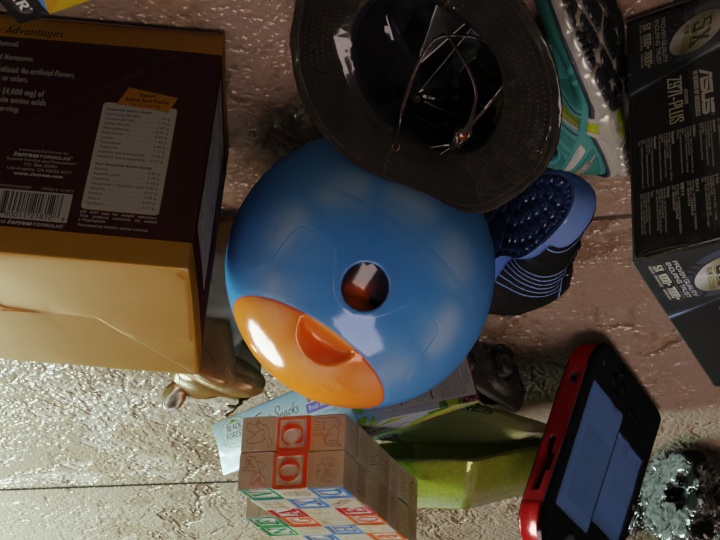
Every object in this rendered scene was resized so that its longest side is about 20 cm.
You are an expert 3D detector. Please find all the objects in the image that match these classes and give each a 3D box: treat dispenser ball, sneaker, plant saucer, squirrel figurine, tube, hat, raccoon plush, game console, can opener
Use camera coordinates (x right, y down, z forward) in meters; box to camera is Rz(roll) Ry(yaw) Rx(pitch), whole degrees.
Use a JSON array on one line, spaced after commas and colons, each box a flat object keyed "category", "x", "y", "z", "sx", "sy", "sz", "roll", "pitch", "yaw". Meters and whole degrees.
[{"category": "treat dispenser ball", "x": 0.000, "y": 0.000, "z": 1.005, "sx": 0.198, "sy": 0.203, "sz": 0.202, "roll": 3, "pitch": 145, "yaw": 2}, {"category": "sneaker", "x": 0.142, "y": -0.018, "z": 1.078, "sx": 0.077, "sy": 0.071, "sz": 0.200, "roll": 13, "pitch": 156, "yaw": -19}, {"category": "plant saucer", "x": 0.077, "y": 0.190, "z": 1.286, "sx": 0.198, "sy": 0.049, "sz": 0.199, "roll": -6, "pitch": 177, "yaw": 36}, {"category": "squirrel figurine", "x": -0.157, "y": 0.042, "z": 1.173, "sx": 0.198, "sy": 0.143, "sz": 0.187, "roll": 19, "pitch": 156, "yaw": 4}, {"category": "sneaker", "x": 0.139, "y": -0.127, "z": 0.923, "sx": 0.079, "sy": 0.078, "sz": 0.201, "roll": 1, "pitch": 146, "yaw": 20}, {"category": "tube", "x": 0.092, "y": 0.142, "z": 1.280, "sx": 0.198, "sy": 0.058, "sz": 0.052, "roll": 3, "pitch": 127, "yaw": 36}, {"category": "hat", "x": 0.054, "y": -0.141, "z": 0.883, "sx": 0.199, "sy": 0.081, "sz": 0.202, "roll": 22, "pitch": 135, "yaw": 24}, {"category": "raccoon plush", "x": 0.352, "y": 0.240, "z": 1.434, "sx": 0.133, "sy": 0.098, "sz": 0.199, "roll": 12, "pitch": 169, "yaw": -29}, {"category": "game console", "x": 0.216, "y": 0.184, "z": 1.250, "sx": 0.031, "sy": 0.202, "sz": 0.177, "roll": 3, "pitch": 151, "yaw": 41}, {"category": "can opener", "x": 0.072, "y": 0.075, "z": 1.233, "sx": 0.199, "sy": 0.054, "sz": 0.067, "roll": 32, "pitch": 136, "yaw": -31}]

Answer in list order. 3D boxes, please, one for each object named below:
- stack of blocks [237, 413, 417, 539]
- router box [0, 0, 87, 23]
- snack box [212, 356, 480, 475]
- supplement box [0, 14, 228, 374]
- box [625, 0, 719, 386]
[{"category": "stack of blocks", "x": -0.035, "y": 0.176, "z": 1.113, "sx": 0.114, "sy": 0.059, "sz": 0.200, "roll": -5, "pitch": 155, "yaw": 17}, {"category": "router box", "x": -0.197, "y": -0.248, "z": 0.804, "sx": 0.148, "sy": 0.052, "sz": 0.200, "roll": -14, "pitch": 141, "yaw": 22}, {"category": "snack box", "x": -0.016, "y": 0.123, "z": 1.183, "sx": 0.141, "sy": 0.054, "sz": 0.199, "roll": -5, "pitch": 165, "yaw": -41}, {"category": "supplement box", "x": -0.199, "y": -0.055, "z": 0.950, "sx": 0.195, "sy": 0.202, "sz": 0.133, "roll": 5, "pitch": 146, "yaw": -1}, {"category": "box", "x": 0.243, "y": -0.054, "z": 0.899, "sx": 0.085, "sy": 0.202, "sz": 0.164, "roll": -14, "pitch": 140, "yaw": 27}]
